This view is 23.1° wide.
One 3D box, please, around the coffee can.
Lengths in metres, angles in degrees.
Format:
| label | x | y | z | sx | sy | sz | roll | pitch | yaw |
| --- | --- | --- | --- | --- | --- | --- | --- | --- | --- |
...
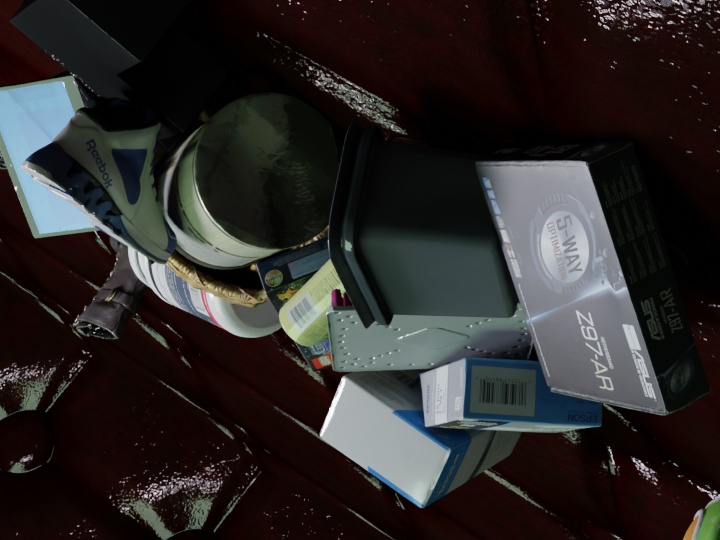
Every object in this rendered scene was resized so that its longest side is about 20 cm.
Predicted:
| label | x | y | z | sx | sy | sz | roll | pitch | yaw |
| --- | --- | --- | --- | --- | --- | --- | --- | --- | --- |
| coffee can | -0.110 | -0.082 | 1.693 | 0.146 | 0.146 | 0.200 | 40 | 165 | -10 |

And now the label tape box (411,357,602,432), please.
| label | x | y | z | sx | sy | sz | roll | pitch | yaw |
| --- | --- | --- | --- | --- | --- | --- | --- | --- | --- |
| label tape box | 0.143 | 0.131 | 1.780 | 0.143 | 0.066 | 0.200 | 4 | 169 | -13 |

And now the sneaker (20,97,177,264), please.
| label | x | y | z | sx | sy | sz | roll | pitch | yaw |
| --- | --- | --- | --- | --- | --- | --- | --- | --- | --- |
| sneaker | -0.215 | -0.092 | 1.633 | 0.081 | 0.115 | 0.199 | 29 | 171 | 34 |

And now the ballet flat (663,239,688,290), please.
| label | x | y | z | sx | sy | sz | roll | pitch | yaw |
| --- | --- | --- | --- | --- | --- | --- | --- | --- | --- |
| ballet flat | 0.211 | 0.029 | 1.429 | 0.068 | 0.068 | 0.200 | 33 | 165 | 9 |

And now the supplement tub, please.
| label | x | y | z | sx | sy | sz | roll | pitch | yaw |
| --- | --- | --- | --- | --- | --- | --- | --- | --- | --- |
| supplement tub | -0.166 | -0.012 | 2.058 | 0.200 | 0.140 | 0.140 | 22 | 159 | 47 |

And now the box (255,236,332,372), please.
| label | x | y | z | sx | sy | sz | roll | pitch | yaw |
| --- | --- | --- | --- | --- | --- | --- | --- | --- | --- |
| box | -0.015 | 0.028 | 1.840 | 0.200 | 0.136 | 0.038 | 63 | -175 | -60 |

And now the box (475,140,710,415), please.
| label | x | y | z | sx | sy | sz | roll | pitch | yaw |
| --- | --- | --- | --- | --- | --- | --- | --- | --- | --- |
| box | 0.172 | 0.002 | 1.326 | 0.160 | 0.043 | 0.200 | 9 | 121 | 63 |

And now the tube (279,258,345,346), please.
| label | x | y | z | sx | sy | sz | roll | pitch | yaw |
| --- | --- | --- | --- | --- | --- | --- | --- | --- | --- |
| tube | 0.000 | 0.000 | 1.714 | 0.058 | 0.200 | 0.052 | 9 | -131 | -43 |

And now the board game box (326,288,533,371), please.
| label | x | y | z | sx | sy | sz | roll | pitch | yaw |
| --- | --- | --- | --- | --- | --- | --- | --- | --- | --- |
| board game box | 0.069 | 0.055 | 1.713 | 0.200 | 0.026 | 0.200 | -2 | 161 | 0 |

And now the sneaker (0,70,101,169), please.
| label | x | y | z | sx | sy | sz | roll | pitch | yaw |
| --- | --- | --- | --- | --- | --- | --- | --- | --- | --- |
| sneaker | -0.341 | -0.170 | 1.905 | 0.091 | 0.200 | 0.076 | -120 | 11 | -66 |

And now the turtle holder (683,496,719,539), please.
| label | x | y | z | sx | sy | sz | roll | pitch | yaw |
| --- | --- | --- | --- | --- | --- | --- | --- | --- | --- |
| turtle holder | 0.388 | 0.268 | 1.661 | 0.141 | 0.185 | 0.132 | 71 | 162 | 0 |

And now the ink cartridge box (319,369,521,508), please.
| label | x | y | z | sx | sy | sz | roll | pitch | yaw |
| --- | --- | --- | --- | --- | --- | --- | --- | --- | --- |
| ink cartridge box | 0.076 | 0.159 | 1.904 | 0.146 | 0.084 | 0.200 | 33 | -154 | 23 |

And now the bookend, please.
| label | x | y | z | sx | sy | sz | roll | pitch | yaw |
| --- | --- | --- | --- | --- | --- | --- | --- | --- | --- |
| bookend | -0.197 | -0.213 | 1.611 | 0.199 | 0.092 | 0.200 | 40 | 164 | -16 |

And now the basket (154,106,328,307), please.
| label | x | y | z | sx | sy | sz | roll | pitch | yaw |
| --- | --- | --- | --- | --- | --- | --- | --- | --- | --- |
| basket | -0.148 | -0.058 | 1.866 | 0.200 | 0.143 | 0.149 | 39 | 166 | -7 |

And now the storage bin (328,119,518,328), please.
| label | x | y | z | sx | sy | sz | roll | pitch | yaw |
| --- | --- | --- | --- | --- | --- | --- | --- | --- | --- |
| storage bin | 0.065 | -0.038 | 1.479 | 0.134 | 0.146 | 0.200 | 6 | 158 | 13 |

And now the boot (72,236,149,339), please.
| label | x | y | z | sx | sy | sz | roll | pitch | yaw |
| --- | --- | --- | --- | --- | --- | --- | --- | --- | --- |
| boot | -0.350 | 0.017 | 2.513 | 0.069 | 0.174 | 0.200 | 45 | 163 | -28 |

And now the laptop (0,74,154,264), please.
| label | x | y | z | sx | sy | sz | roll | pitch | yaw |
| --- | --- | --- | --- | --- | --- | --- | --- | --- | --- |
| laptop | -0.299 | -0.098 | 1.794 | 0.200 | 0.103 | 0.177 | -133 | 24 | -63 |
